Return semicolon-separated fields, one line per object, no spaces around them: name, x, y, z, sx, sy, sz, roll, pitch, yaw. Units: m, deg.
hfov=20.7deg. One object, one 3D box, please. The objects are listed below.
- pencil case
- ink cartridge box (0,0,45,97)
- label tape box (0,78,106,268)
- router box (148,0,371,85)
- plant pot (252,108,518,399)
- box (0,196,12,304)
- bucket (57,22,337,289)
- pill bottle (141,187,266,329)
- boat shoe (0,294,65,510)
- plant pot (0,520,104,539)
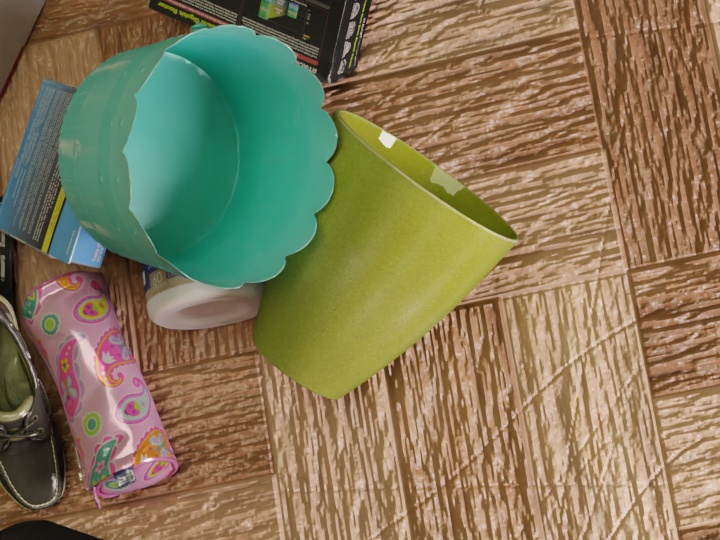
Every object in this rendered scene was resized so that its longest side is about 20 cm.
pencil case;-0.230;0.102;1.720;0.087;0.087;0.201;-25;74;6
ink cartridge box;-0.415;-0.249;1.852;0.199;0.083;0.146;20;82;17
label tape box;-0.240;-0.081;1.708;0.200;0.066;0.144;20;91;59
router box;-0.082;-0.273;1.750;0.199;0.062;0.151;25;120;18
plant pot;0.000;0.000;1.655;0.187;0.187;0.201;39;101;19
box;-0.399;0.022;1.734;0.047;0.192;0.202;-20;66;51
bucket;-0.132;-0.091;1.570;0.134;0.206;0.209;7;75;54
pill bottle;-0.144;-0.059;1.725;0.110;0.111;0.202;-12;74;10
boat shoe;-0.305;0.118;1.704;0.071;0.066;0.202;-16;102;-8
plant pot;-0.247;0.318;1.623;0.198;0.177;0.202;15;81;17
